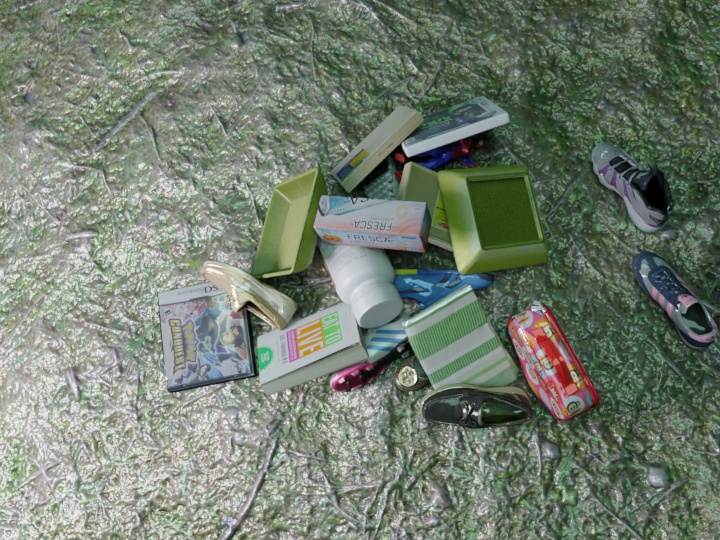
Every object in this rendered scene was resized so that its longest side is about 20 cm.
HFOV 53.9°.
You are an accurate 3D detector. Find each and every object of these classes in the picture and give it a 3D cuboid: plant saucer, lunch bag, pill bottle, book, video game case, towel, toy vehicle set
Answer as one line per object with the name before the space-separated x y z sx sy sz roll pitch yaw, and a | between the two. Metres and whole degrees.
plant saucer | 0.257 -0.105 1.312 0.197 0.048 0.202 -7 79 -21
plant saucer | -0.129 -0.078 1.349 0.047 0.199 0.202 20 76 -28
lunch bag | 0.326 0.157 1.218 0.081 0.176 0.202 -27 74 0
pill bottle | 0.000 0.000 1.313 0.113 0.115 0.201 -26 60 0
book | -0.093 0.140 1.314 0.198 0.048 0.134 -23 37 5
video game case | -0.302 0.123 1.388 0.178 0.026 0.203 -11 75 4
towel | 0.181 0.145 1.278 0.151 0.023 0.201 -30 101 2
video game case | 0.168 -0.281 1.363 0.198 0.182 0.024 -19 113 3
toy vehicle set | 0.159 -0.109 1.331 0.198 0.026 0.126 20 77 -22

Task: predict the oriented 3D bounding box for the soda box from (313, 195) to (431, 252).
soda box | 0.022 -0.083 1.246 0.197 0.064 0.069 6 67 17

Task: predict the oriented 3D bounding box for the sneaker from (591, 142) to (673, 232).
sneaker | 0.507 -0.174 1.296 0.077 0.140 0.201 -35 75 -2

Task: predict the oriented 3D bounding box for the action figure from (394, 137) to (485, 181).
action figure | 0.173 -0.212 1.358 0.198 0.066 0.099 -22 41 -24

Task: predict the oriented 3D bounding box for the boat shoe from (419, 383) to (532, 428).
boat shoe | 0.206 0.244 1.252 0.198 0.066 0.073 -2 104 -2

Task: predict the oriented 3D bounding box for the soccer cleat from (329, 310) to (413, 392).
soccer cleat | 0.023 0.150 1.325 0.199 0.070 0.087 -31 54 0

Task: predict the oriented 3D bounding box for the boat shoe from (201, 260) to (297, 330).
boat shoe | -0.220 0.049 1.347 0.198 0.074 0.070 26 67 1

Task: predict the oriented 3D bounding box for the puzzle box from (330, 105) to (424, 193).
puzzle box | 0.028 -0.239 1.377 0.200 0.133 0.025 -43 111 4

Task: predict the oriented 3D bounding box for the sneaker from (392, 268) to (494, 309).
sneaker | 0.152 0.035 1.336 0.197 0.066 0.080 0 88 8

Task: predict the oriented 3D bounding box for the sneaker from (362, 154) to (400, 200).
sneaker | 0.056 -0.145 1.390 0.075 0.081 0.202 -28 52 31

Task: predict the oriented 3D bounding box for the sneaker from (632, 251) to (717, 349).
sneaker | 0.567 0.044 1.264 0.070 0.082 0.201 -33 74 -2

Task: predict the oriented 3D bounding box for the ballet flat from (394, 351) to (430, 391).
ballet flat | 0.148 0.157 1.308 0.198 0.046 0.068 -30 75 -1
